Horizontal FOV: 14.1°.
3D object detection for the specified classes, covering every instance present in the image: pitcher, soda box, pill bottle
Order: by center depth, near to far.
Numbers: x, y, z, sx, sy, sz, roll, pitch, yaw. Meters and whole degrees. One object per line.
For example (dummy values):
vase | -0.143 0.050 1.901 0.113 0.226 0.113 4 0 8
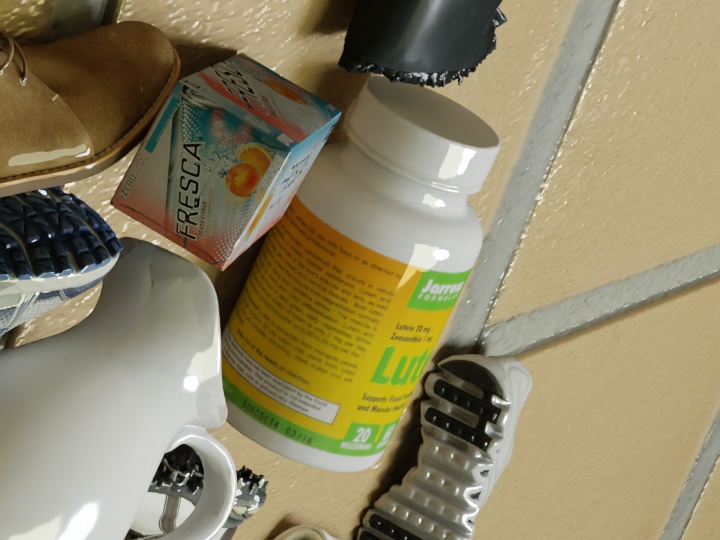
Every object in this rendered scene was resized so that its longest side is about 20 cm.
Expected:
soda box | -0.062 -0.056 1.403 0.069 0.063 0.200 -59 179 10
pitcher | -0.144 0.107 1.407 0.200 0.121 0.172 -42 128 -32
pill bottle | 0.000 0.000 1.603 0.111 0.111 0.201 -7 126 -57

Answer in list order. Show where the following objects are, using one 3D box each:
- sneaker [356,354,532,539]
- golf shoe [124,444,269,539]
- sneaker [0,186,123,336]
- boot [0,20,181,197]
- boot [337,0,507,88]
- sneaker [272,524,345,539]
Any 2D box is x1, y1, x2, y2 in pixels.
sneaker | 0.060 0.143 1.927 0.081 0.075 0.201 -20 138 -63
golf shoe | -0.121 0.137 1.600 0.095 0.078 0.200 -57 153 4
sneaker | -0.200 0.013 1.344 0.199 0.077 0.085 -17 146 -41
boot | -0.157 -0.080 1.301 0.200 0.073 0.076 -30 135 -38
boot | 0.030 -0.173 1.505 0.198 0.073 0.163 -18 139 -52
sneaker | -0.065 0.253 1.846 0.201 0.073 0.116 -63 153 -7
